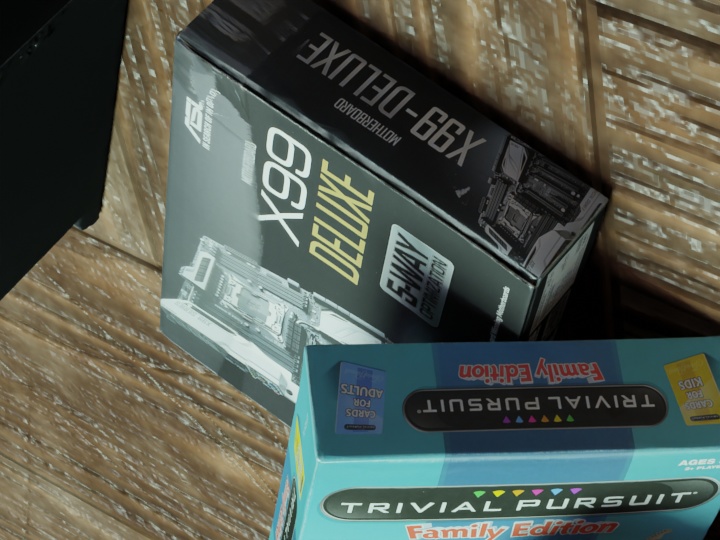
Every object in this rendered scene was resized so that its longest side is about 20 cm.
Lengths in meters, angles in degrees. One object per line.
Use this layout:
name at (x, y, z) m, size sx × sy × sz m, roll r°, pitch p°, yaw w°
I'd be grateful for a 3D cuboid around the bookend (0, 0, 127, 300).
bookend at (-0.191, -0.036, 0.884) m, size 0.092 × 0.199 × 0.200 m, roll 35°, pitch 150°, yaw 10°

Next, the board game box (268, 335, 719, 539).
board game box at (0.045, 0.096, 0.831) m, size 0.150 × 0.047 × 0.200 m, roll -1°, pitch 148°, yaw -9°

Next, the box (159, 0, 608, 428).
box at (0.000, 0.000, 0.848) m, size 0.157 × 0.050 × 0.200 m, roll 35°, pitch 150°, yaw 14°
